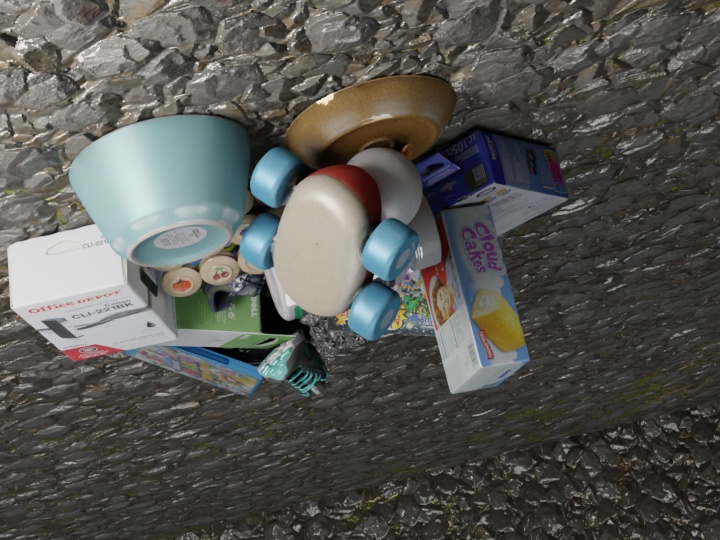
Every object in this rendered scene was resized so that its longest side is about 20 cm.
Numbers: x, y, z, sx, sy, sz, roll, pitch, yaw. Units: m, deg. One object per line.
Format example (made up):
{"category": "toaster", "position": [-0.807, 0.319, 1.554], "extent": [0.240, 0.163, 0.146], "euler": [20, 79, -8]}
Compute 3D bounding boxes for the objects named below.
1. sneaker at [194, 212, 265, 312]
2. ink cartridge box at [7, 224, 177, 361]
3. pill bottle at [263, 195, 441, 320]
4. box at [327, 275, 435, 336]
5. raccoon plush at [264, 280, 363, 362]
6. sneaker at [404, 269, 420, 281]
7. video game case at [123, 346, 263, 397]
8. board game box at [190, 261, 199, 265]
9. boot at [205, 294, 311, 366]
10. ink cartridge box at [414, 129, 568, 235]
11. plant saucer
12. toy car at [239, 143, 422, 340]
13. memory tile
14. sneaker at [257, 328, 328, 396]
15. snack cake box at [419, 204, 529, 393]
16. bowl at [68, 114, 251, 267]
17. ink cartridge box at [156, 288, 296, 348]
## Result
{"category": "sneaker", "position": [-0.135, -0.012, 1.712], "extent": [0.074, 0.081, 0.200], "euler": [1, 155, -41]}
{"category": "ink cartridge box", "position": [-0.320, 0.028, 1.637], "extent": [0.143, 0.084, 0.200], "euler": [-12, 156, 6]}
{"category": "pill bottle", "position": [-0.013, -0.023, 1.590], "extent": [0.199, 0.114, 0.113], "euler": [-18, 162, -9]}
{"category": "box", "position": [0.058, 0.015, 1.795], "extent": [0.199, 0.137, 0.038], "euler": [3, -159, -1]}
{"category": "raccoon plush", "position": [-0.085, 0.055, 1.857], "extent": [0.199, 0.135, 0.097], "euler": [-1, 157, -36]}
{"category": "sneaker", "position": [0.000, 0.001, 1.706], "extent": [0.199, 0.073, 0.114], "euler": [-4, -159, -3]}
{"category": "video game case", "position": [-0.243, 0.131, 1.957], "extent": [0.199, 0.018, 0.143], "euler": [20, 162, -6]}
{"category": "board game box", "position": [-0.246, -0.019, 1.702], "extent": [0.103, 0.020, 0.200], "euler": [3, 154, -39]}
{"category": "boot", "position": [-0.155, 0.081, 1.990], "extent": [0.197, 0.074, 0.163], "euler": [-12, 155, -17]}
{"category": "ink cartridge box", "position": [0.145, -0.105, 1.680], "extent": [0.136, 0.077, 0.199], "euler": [-28, 159, 36]}
{"category": "plant saucer", "position": [0.016, -0.152, 1.511], "extent": [0.199, 0.036, 0.200], "euler": [-14, 161, -5]}
{"category": "toy car", "position": [0.004, -0.061, 1.485], "extent": [0.200, 0.184, 0.178], "euler": [-39, 154, -42]}
{"category": "memory tile", "position": [-0.160, -0.041, 1.615], "extent": [0.199, 0.017, 0.154], "euler": [-17, 135, 2]}
{"category": "sneaker", "position": [-0.083, 0.138, 1.914], "extent": [0.078, 0.091, 0.200], "euler": [-43, 179, 9]}
{"category": "snack cake box", "position": [0.132, 0.036, 1.646], "extent": [0.067, 0.201, 0.115], "euler": [-8, 162, -18]}
{"category": "bowl", "position": [-0.204, -0.073, 1.452], "extent": [0.200, 0.106, 0.201], "euler": [-14, 162, -4]}
{"category": "ink cartridge box", "position": [-0.196, 0.066, 1.823], "extent": [0.199, 0.060, 0.104], "euler": [4, 164, -27]}
